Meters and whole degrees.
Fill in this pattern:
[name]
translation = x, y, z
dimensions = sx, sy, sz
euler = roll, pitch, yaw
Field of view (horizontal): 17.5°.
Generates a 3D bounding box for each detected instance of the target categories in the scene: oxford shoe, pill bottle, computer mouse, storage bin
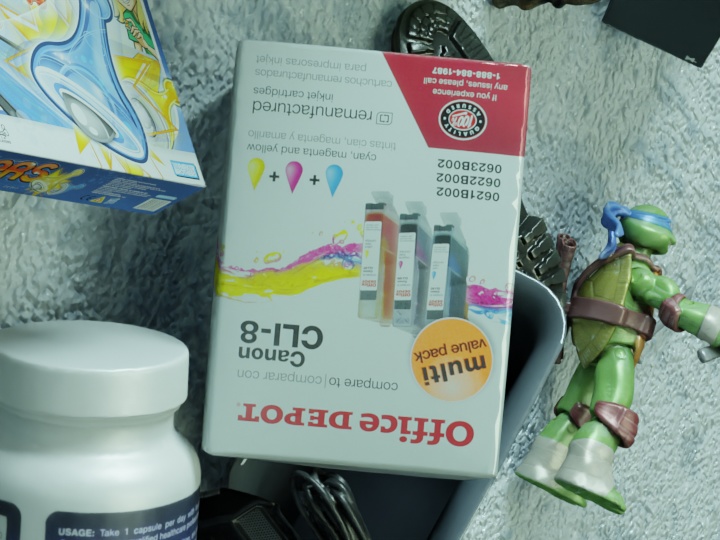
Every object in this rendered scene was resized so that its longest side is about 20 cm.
[oxford shoe]
translation = 0.049, -0.056, 1.349
dimensions = 0.072, 0.084, 0.201
euler = -21, 101, -33
[pill bottle]
translation = -0.135, 0.131, 1.108
dimensions = 0.115, 0.115, 0.201
euler = -12, 111, -52
[computer mouse]
translation = -0.038, 0.165, 1.165
dimensions = 0.046, 0.200, 0.141
euler = -37, 102, -42
[storage bin]
translation = 0.011, 0.095, 1.302
dimensions = 0.201, 0.145, 0.134
euler = -60, 169, -23

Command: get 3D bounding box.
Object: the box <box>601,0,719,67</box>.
[box]
translation = 0.224, -0.233, 1.438
dimensions = 0.200, 0.079, 0.142
euler = 106, 6, -71

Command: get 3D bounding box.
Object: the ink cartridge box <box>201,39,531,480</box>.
[ink cartridge box]
translation = 0.000, 0.000, 1.159
dimensions = 0.145, 0.144, 0.201
euler = 143, -49, -86

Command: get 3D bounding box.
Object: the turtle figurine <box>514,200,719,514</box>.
[turtle figurine]
translation = 0.196, 0.070, 1.530
dimensions = 0.200, 0.143, 0.195
euler = 37, 75, -49

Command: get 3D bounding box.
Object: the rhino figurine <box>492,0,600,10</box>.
[rhino figurine]
translation = 0.143, -0.246, 1.392
dimensions = 0.060, 0.087, 0.201
euler = 33, 75, -54

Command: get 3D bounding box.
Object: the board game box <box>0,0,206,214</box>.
[board game box]
translation = -0.152, -0.100, 1.002
dimensions = 0.200, 0.034, 0.136
euler = 7, 61, -61
